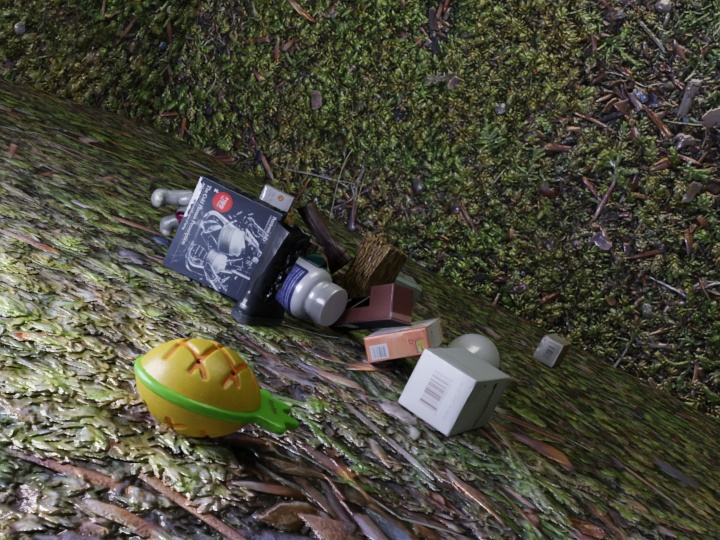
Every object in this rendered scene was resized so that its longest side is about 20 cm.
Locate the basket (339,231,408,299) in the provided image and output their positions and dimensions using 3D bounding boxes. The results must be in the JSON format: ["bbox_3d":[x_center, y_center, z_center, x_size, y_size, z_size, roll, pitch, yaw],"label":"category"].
[{"bbox_3d":[0.000,0.000,1.860,0.149,0.200,0.143,32,6,29],"label":"basket"}]

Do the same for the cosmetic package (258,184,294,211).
[{"bbox_3d":[-0.246,-0.112,1.815,0.082,0.201,0.051,24,8,-7],"label":"cosmetic package"}]

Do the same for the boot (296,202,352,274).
[{"bbox_3d":[-0.106,-0.092,1.957,0.200,0.064,0.186,51,-18,0],"label":"boot"}]

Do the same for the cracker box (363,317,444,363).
[{"bbox_3d":[0.098,0.148,1.529,0.133,0.058,0.200,-11,0,15],"label":"cracker box"}]

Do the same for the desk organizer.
[{"bbox_3d":[0.021,0.082,1.546,0.072,0.077,0.200,19,-20,-41],"label":"desk organizer"}]

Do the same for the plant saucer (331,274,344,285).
[{"bbox_3d":[-0.012,0.059,2.062,0.200,0.032,0.200,25,8,-4],"label":"plant saucer"}]

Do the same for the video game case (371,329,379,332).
[{"bbox_3d":[0.116,0.165,1.821,0.182,0.022,0.200,27,9,4],"label":"video game case"}]

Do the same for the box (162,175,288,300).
[{"bbox_3d":[-0.274,-0.067,1.459,0.182,0.201,0.104,25,7,-3],"label":"box"}]

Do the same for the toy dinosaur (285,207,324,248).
[{"bbox_3d":[-0.192,-0.121,1.909,0.200,0.060,0.106,27,39,-23],"label":"toy dinosaur"}]

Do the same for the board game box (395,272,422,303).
[{"bbox_3d":[0.118,0.042,2.435,0.147,0.064,0.200,26,10,-10],"label":"board game box"}]

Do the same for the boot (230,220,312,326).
[{"bbox_3d":[-0.155,0.006,1.367,0.066,0.201,0.165,28,9,15],"label":"boot"}]

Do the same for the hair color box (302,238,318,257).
[{"bbox_3d":[-0.188,-0.049,1.945,0.060,0.100,0.200,29,9,16],"label":"hair color box"}]

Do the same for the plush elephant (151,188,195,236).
[{"bbox_3d":[-0.360,-0.094,1.617,0.199,0.165,0.155,-11,64,-20],"label":"plush elephant"}]

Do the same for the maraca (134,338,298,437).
[{"bbox_3d":[-0.166,0.142,0.826,0.199,0.107,0.137,23,8,-21],"label":"maraca"}]

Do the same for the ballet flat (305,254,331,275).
[{"bbox_3d":[-0.118,0.014,1.900,0.074,0.074,0.200,24,13,-15],"label":"ballet flat"}]

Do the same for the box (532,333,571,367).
[{"bbox_3d":[0.692,0.287,2.563,0.078,0.095,0.200,30,11,23],"label":"box"}]

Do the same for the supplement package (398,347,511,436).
[{"bbox_3d":[0.181,0.224,1.340,0.117,0.117,0.200,30,10,28],"label":"supplement package"}]

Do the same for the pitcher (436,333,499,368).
[{"bbox_3d":[0.250,0.226,1.590,0.172,0.121,0.200,46,27,22],"label":"pitcher"}]

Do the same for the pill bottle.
[{"bbox_3d":[-0.131,0.035,1.541,0.200,0.120,0.120,31,10,28],"label":"pill bottle"}]
